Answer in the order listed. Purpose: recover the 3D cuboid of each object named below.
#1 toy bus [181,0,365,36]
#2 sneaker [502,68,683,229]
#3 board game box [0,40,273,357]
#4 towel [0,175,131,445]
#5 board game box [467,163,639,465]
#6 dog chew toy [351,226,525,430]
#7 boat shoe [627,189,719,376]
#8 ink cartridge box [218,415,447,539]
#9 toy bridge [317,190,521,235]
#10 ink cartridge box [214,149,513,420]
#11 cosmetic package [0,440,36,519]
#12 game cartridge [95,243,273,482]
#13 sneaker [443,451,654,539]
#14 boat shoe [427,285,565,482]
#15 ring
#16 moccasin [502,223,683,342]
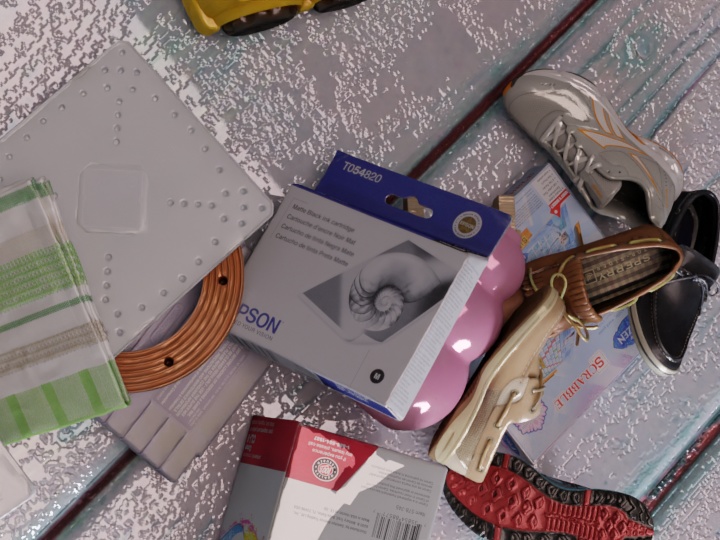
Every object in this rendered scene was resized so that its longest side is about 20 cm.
[{"bbox_3d":[-0.048,-0.294,1.428,0.198,0.192,0.137,-17,92,-22],"label":"toy bus"},{"bbox_3d":[0.215,-0.107,1.557,0.199,0.076,0.092,33,42,-8],"label":"sneaker"},{"bbox_3d":[-0.208,-0.057,1.409,0.200,0.026,0.200,-42,86,-12],"label":"board game box"},{"bbox_3d":[-0.278,0.035,1.373,0.031,0.148,0.202,-36,107,-62],"label":"towel"},{"bbox_3d":[0.162,0.041,1.573,0.200,0.041,0.200,-42,101,-17],"label":"board game box"},{"bbox_3d":[0.066,0.040,1.454,0.124,0.125,0.201,39,93,-15],"label":"dog chew toy"},{"bbox_3d":[0.300,0.005,1.582,0.074,0.062,0.202,34,55,-26],"label":"boat shoe"},{"bbox_3d":[-0.037,0.242,1.434,0.144,0.144,0.202,19,81,-19],"label":"ink cartridge box"},{"bbox_3d":[0.049,-0.035,1.512,0.197,0.027,0.068,1,77,-8],"label":"toy bridge"},{"bbox_3d":[0.000,0.000,1.412,0.201,0.198,0.041,-60,147,-14],"label":"ink cartridge box"},{"bbox_3d":[-0.372,0.142,1.281,0.166,0.200,0.168,-35,100,-18],"label":"cosmetic package"},{"bbox_3d":[-0.147,0.069,1.460,0.130,0.038,0.201,43,74,-18],"label":"game cartridge"},{"bbox_3d":[0.168,0.226,1.550,0.198,0.096,0.080,18,80,8],"label":"sneaker"},{"bbox_3d":[0.132,0.100,1.471,0.064,0.071,0.201,32,121,1],"label":"boat shoe"},{"bbox_3d":[-0.197,0.005,1.423,0.198,0.019,0.203,1,76,-2],"label":"ring"},{"bbox_3d":[0.196,0.021,1.510,0.199,0.078,0.075,-17,100,-4],"label":"moccasin"}]
